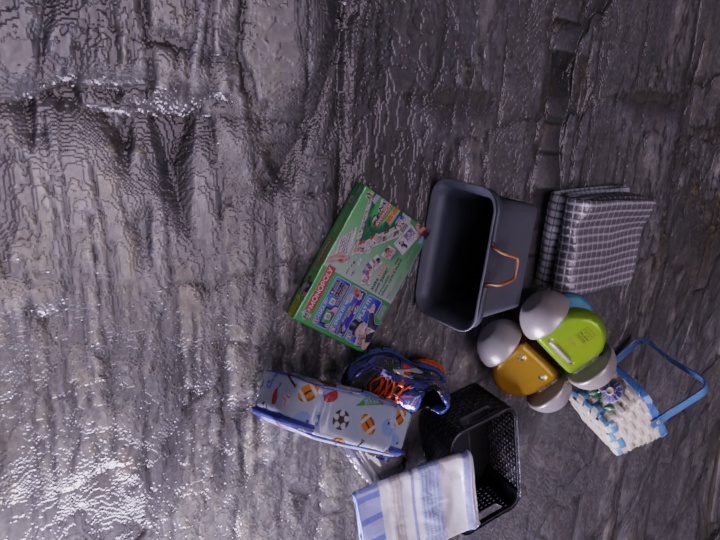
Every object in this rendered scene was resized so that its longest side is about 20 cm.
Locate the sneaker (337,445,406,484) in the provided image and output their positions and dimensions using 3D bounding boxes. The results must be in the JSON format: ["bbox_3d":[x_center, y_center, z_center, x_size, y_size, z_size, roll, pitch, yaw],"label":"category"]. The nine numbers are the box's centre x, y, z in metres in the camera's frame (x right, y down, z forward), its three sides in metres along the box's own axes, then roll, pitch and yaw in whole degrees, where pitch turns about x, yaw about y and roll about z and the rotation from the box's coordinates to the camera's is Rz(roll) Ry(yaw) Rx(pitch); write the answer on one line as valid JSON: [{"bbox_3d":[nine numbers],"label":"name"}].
[{"bbox_3d":[0.049,0.310,0.976,0.082,0.075,0.201,-41,121,-11],"label":"sneaker"}]

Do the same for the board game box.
[{"bbox_3d":[0.000,0.000,0.878,0.133,0.029,0.202,30,90,-33],"label":"board game box"}]

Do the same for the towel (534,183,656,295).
[{"bbox_3d":[0.396,-0.051,1.059,0.196,0.085,0.169,-7,110,-28],"label":"towel"}]

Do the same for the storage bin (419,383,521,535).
[{"bbox_3d":[0.183,0.311,1.046,0.133,0.093,0.204,-19,115,-24],"label":"storage bin"}]

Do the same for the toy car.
[{"bbox_3d":[0.296,0.110,1.007,0.175,0.151,0.199,42,124,-12],"label":"toy car"}]

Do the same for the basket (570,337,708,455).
[{"bbox_3d":[0.499,0.223,1.152,0.198,0.176,0.140,-33,116,-4],"label":"basket"}]

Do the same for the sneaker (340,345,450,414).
[{"bbox_3d":[0.060,0.167,0.925,0.197,0.079,0.076,10,122,-32],"label":"sneaker"}]

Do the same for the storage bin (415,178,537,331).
[{"bbox_3d":[0.184,-0.024,0.922,0.132,0.144,0.204,-5,108,-39],"label":"storage bin"}]

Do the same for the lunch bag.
[{"bbox_3d":[-0.038,0.193,0.843,0.198,0.159,0.077,25,72,-27],"label":"lunch bag"}]

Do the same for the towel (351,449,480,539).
[{"bbox_3d":[0.088,0.361,0.952,0.196,0.024,0.150,-14,112,-15],"label":"towel"}]
